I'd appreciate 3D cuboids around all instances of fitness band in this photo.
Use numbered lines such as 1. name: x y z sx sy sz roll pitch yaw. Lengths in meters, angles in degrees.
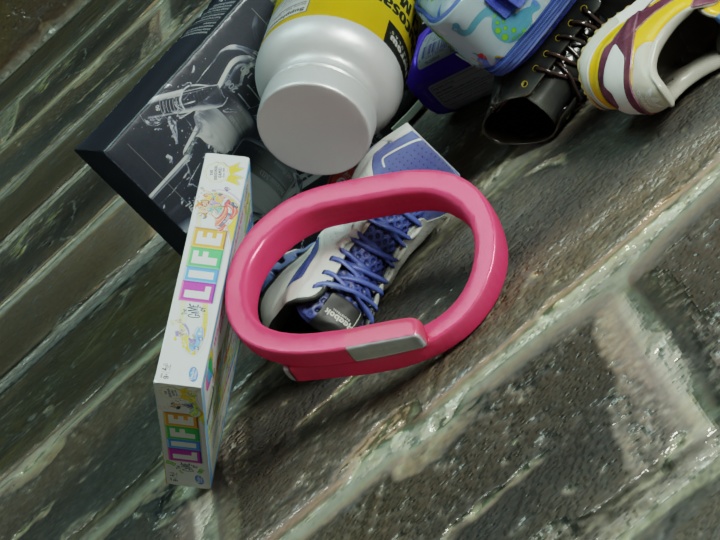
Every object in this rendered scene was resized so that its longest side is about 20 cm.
1. fitness band: 0.003 0.002 1.328 0.199 0.037 0.144 -8 53 22

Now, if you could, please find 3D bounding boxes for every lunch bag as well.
1. lunch bag: 0.126 -0.237 1.401 0.200 0.082 0.161 -52 13 6

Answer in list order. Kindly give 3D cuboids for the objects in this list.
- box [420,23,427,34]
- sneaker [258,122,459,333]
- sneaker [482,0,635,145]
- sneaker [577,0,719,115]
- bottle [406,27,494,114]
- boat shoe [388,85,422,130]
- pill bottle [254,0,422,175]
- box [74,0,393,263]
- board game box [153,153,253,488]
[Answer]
1. box: 0.058 -0.241 1.744 0.158 0.046 0.200 -23 21 0
2. sneaker: -0.001 0.001 1.413 0.199 0.080 0.115 -47 22 14
3. sneaker: 0.170 -0.164 1.417 0.200 0.075 0.107 -39 23 43
4. sneaker: 0.236 -0.183 1.324 0.200 0.075 0.090 -54 32 -12
5. bottle: 0.122 -0.189 1.552 0.199 0.065 0.084 -23 29 46
6. boat shoe: -0.011 -0.131 1.698 0.200 0.068 0.072 -39 19 4
7. pill bottle: -0.015 -0.168 1.465 0.112 0.112 0.201 -30 31 35
8. box: -0.091 -0.093 1.581 0.182 0.200 0.104 -49 19 -10
9. board game box: -0.109 0.036 1.413 0.135 0.034 0.201 92 -174 -53
